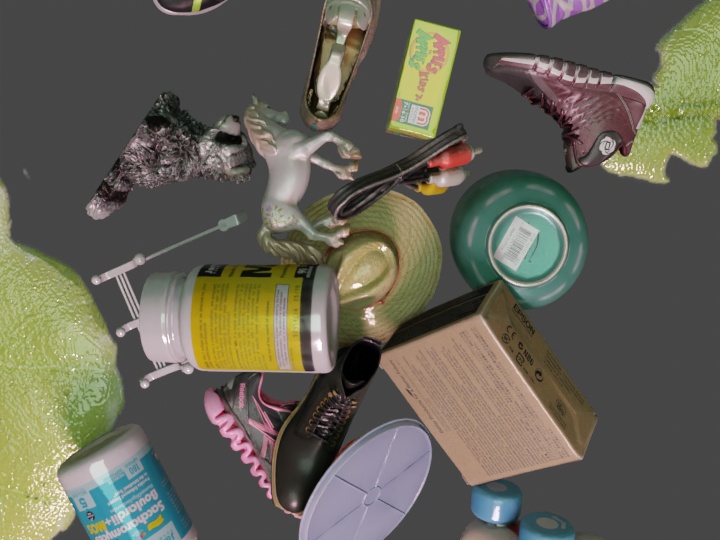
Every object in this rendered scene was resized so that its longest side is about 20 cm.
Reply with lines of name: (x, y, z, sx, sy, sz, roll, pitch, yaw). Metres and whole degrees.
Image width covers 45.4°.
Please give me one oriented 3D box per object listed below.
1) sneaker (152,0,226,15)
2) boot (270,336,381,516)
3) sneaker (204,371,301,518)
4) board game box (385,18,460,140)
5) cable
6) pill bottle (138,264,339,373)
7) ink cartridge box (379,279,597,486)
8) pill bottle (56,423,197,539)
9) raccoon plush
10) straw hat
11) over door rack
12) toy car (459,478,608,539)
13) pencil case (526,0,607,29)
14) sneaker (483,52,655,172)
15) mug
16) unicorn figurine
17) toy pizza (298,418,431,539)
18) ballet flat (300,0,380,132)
sneaker: (-0.143, -0.341, 0.944, 0.197, 0.083, 0.073, -19, 97, 3)
boot: (-0.040, 0.167, 0.947, 0.076, 0.138, 0.203, 21, 72, -7)
sneaker: (-0.098, 0.203, 1.027, 0.095, 0.079, 0.201, -37, 97, -6)
board game box: (0.061, -0.193, 0.903, 0.047, 0.200, 0.103, 14, 98, -2)
cable: (0.057, -0.100, 0.921, 0.051, 0.199, 0.097, 52, 139, 12)
pill bottle: (-0.125, 0.050, 0.915, 0.196, 0.114, 0.116, 0, 98, 6)
ink cartridge box: (0.139, 0.130, 0.960, 0.164, 0.075, 0.201, -25, 107, 43)
pill bottle: (-0.264, 0.293, 1.015, 0.110, 0.111, 0.202, -26, 97, 4)
raccoon plush: (-0.209, -0.111, 0.995, 0.133, 0.097, 0.200, 35, 126, -17)
straw hat: (0.000, 0.000, 0.986, 0.197, 0.085, 0.205, 0, 98, 0)
over door rack: (-0.198, 0.035, 1.003, 0.197, 0.067, 0.150, -23, 97, 3)
toy car: (0.234, 0.353, 1.018, 0.197, 0.176, 0.188, -1, 102, -28)
pencil case: (0.271, -0.342, 0.940, 0.198, 0.086, 0.085, -30, 98, 5)
sneaker: (0.225, -0.173, 0.969, 0.197, 0.076, 0.117, 13, 100, -2)
mug: (0.182, -0.019, 0.967, 0.150, 0.114, 0.188, -17, 97, 3)
unicorn figurine: (-0.070, -0.109, 0.943, 0.135, 0.074, 0.203, 10, 73, -4)
toy pizza: (0.004, 0.251, 0.992, 0.032, 0.199, 0.202, 35, 98, 38)
ballet flat: (-0.021, -0.253, 0.963, 0.067, 0.067, 0.203, 13, 97, -1)
